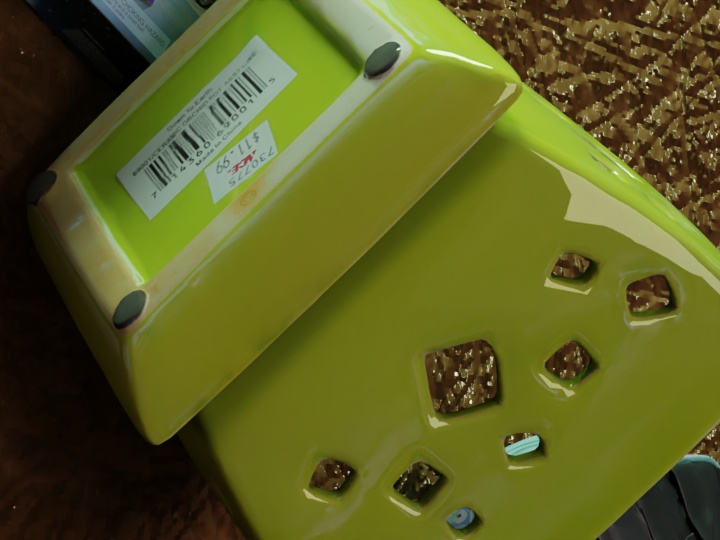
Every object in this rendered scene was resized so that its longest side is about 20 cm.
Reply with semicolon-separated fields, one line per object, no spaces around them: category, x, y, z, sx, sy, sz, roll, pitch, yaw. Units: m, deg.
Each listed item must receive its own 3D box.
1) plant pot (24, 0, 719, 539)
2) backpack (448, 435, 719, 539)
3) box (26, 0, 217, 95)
plant pot;0.000;0.000;0.874;0.200;0.199;0.181;-44;122;3
backpack;0.088;0.171;1.051;0.176;0.153;0.200;-18;116;-48
box;-0.094;-0.166;0.906;0.200;0.038;0.137;46;60;-40
